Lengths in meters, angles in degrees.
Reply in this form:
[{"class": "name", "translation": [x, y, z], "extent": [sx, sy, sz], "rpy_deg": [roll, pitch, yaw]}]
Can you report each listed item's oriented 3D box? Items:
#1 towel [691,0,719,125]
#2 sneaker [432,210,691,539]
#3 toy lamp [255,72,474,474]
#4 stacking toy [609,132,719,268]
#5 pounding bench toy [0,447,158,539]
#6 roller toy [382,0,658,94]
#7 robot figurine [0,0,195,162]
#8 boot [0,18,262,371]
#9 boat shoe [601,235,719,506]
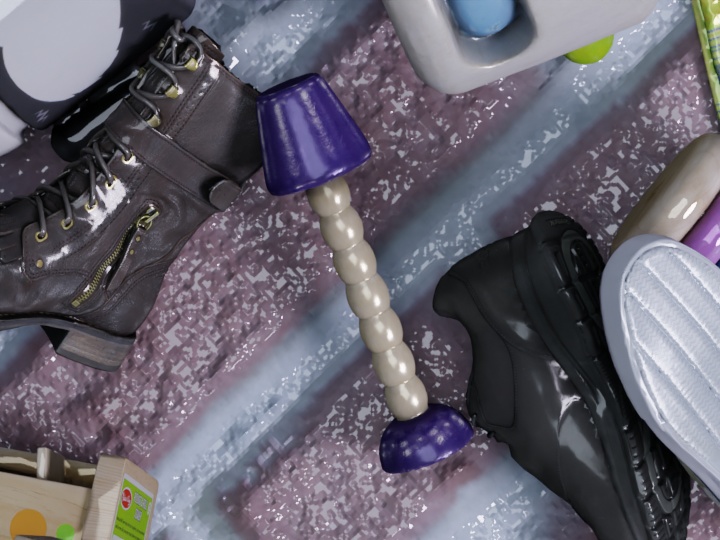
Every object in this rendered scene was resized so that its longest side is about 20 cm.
[{"class": "towel", "translation": [0.271, -0.128, 1.176], "extent": [0.198, 0.023, 0.145], "rpy_deg": [-14, 91, 5]}, {"class": "sneaker", "translation": [0.103, 0.073, 1.175], "extent": [0.090, 0.076, 0.201], "rpy_deg": [-21, 94, 26]}, {"class": "toy lamp", "translation": [0.000, 0.000, 1.164], "extent": [0.058, 0.058, 0.201], "rpy_deg": [-22, 102, 5]}, {"class": "stacking toy", "translation": [0.222, 0.024, 1.157], "extent": [0.200, 0.085, 0.086], "rpy_deg": [40, 94, -2]}, {"class": "pounding bench toy", "translation": [-0.196, 0.139, 1.121], "extent": [0.155, 0.200, 0.125], "rpy_deg": [11, 80, 4]}, {"class": "roller toy", "translation": [0.052, -0.187, 1.112], "extent": [0.139, 0.182, 0.202], "rpy_deg": [-21, 90, 6]}, {"class": "robot figurine", "translation": [-0.162, -0.142, 1.159], "extent": [0.199, 0.125, 0.151], "rpy_deg": [-37, 76, 4]}, {"class": "boot", "translation": [-0.132, -0.049, 1.145], "extent": [0.069, 0.199, 0.175], "rpy_deg": [43, 101, 36]}, {"class": "boat shoe", "translation": [0.165, 0.066, 1.123], "extent": [0.072, 0.062, 0.201], "rpy_deg": [-41, 115, -16]}]
